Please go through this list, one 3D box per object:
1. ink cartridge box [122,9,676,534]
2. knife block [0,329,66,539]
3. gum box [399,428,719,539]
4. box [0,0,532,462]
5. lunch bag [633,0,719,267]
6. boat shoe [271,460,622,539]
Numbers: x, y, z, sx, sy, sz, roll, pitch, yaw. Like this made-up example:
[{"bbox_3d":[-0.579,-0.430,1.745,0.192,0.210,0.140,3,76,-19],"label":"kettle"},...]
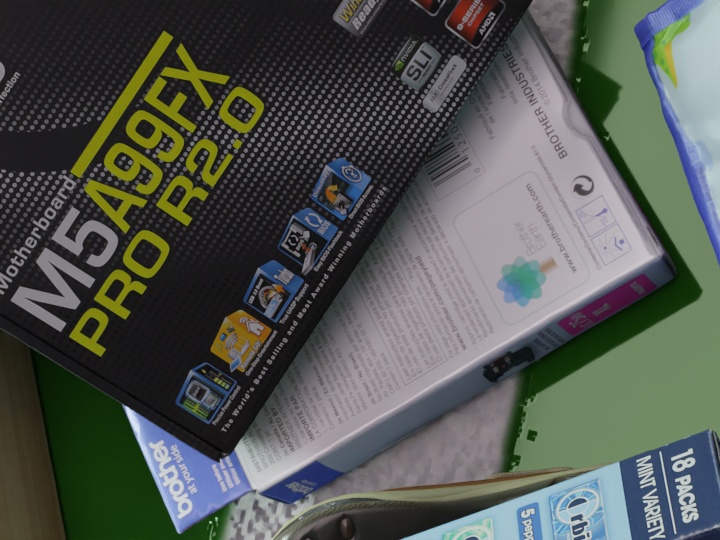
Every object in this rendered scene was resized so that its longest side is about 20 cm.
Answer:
[{"bbox_3d":[0.000,0.000,0.812,0.199,0.042,0.120,-31,69,8],"label":"ink cartridge box"},{"bbox_3d":[-0.133,0.138,0.818,0.175,0.064,0.201,29,89,22],"label":"knife block"},{"bbox_3d":[0.048,0.152,0.699,0.199,0.170,0.045,-21,34,13],"label":"gum box"},{"bbox_3d":[-0.058,-0.060,0.748,0.201,0.160,0.044,-56,25,-1],"label":"box"},{"bbox_3d":[0.201,-0.044,0.710,0.199,0.127,0.171,-24,76,24],"label":"lunch bag"},{"bbox_3d":[0.065,0.097,0.747,0.199,0.074,0.076,1,91,-2],"label":"boat shoe"}]
